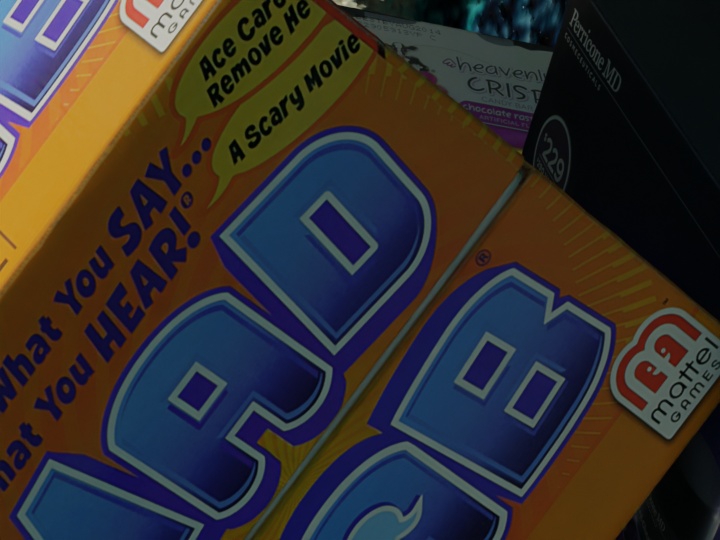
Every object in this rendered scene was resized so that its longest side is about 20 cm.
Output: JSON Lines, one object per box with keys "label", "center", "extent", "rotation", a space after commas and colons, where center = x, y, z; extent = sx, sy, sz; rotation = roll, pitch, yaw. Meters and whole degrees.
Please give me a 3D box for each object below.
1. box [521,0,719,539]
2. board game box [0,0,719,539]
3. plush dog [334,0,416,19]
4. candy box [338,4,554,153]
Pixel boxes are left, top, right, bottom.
{"label": "box", "center": [0.110, 0.024, 0.875], "extent": [0.200, 0.078, 0.142], "rotation": [-117, 39, -52]}
{"label": "board game box", "center": [-0.061, 0.017, 0.808], "extent": [0.200, 0.200, 0.200], "rotation": [-53, 36, 1]}
{"label": "plush dog", "center": [-0.016, -0.169, 1.188], "extent": [0.199, 0.160, 0.173], "rotation": [8, 80, 41]}
{"label": "candy box", "center": [0.000, 0.000, 1.068], "extent": [0.200, 0.136, 0.061], "rotation": [114, 159, -43]}
